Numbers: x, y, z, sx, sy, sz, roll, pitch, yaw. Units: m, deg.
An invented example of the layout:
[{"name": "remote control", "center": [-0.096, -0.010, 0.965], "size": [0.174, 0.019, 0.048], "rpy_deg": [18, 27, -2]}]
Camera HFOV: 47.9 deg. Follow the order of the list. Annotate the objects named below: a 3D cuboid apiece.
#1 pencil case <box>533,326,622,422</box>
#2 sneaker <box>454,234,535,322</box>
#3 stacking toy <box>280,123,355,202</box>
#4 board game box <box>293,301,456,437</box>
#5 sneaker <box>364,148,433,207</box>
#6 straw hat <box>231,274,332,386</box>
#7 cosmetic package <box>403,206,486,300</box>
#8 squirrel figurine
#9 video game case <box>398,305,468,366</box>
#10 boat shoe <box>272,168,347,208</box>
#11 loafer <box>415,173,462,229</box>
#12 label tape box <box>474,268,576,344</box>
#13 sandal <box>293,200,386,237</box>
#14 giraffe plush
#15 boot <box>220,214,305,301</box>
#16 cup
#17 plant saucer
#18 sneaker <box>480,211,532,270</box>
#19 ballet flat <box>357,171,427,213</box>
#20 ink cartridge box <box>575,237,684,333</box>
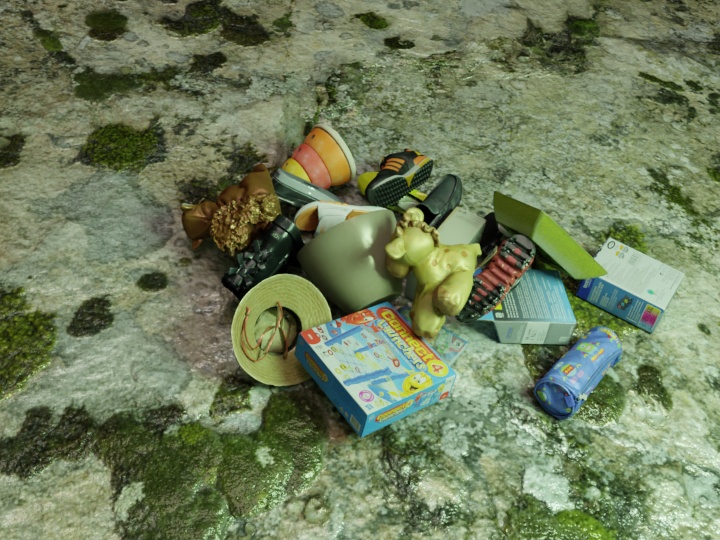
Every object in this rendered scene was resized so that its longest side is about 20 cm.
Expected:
[{"name": "pencil case", "center": [0.388, 0.177, 1.424], "size": [0.086, 0.079, 0.199], "rpy_deg": [7, 33, 45]}, {"name": "sneaker", "center": [0.241, 0.026, 1.479], "size": [0.071, 0.098, 0.201], "rpy_deg": [39, 73, 15]}, {"name": "stacking toy", "center": [-0.121, -0.207, 1.740], "size": [0.199, 0.147, 0.146], "rpy_deg": [-37, 57, -19]}, {"name": "board game box", "center": [0.024, 0.158, 1.360], "size": [0.195, 0.056, 0.200], "rpy_deg": [-18, 49, -35]}, {"name": "sneaker", "center": [0.063, -0.199, 1.699], "size": [0.090, 0.070, 0.199], "rpy_deg": [36, 47, 27]}, {"name": "straw hat", "center": [-0.153, 0.104, 1.405], "size": [0.200, 0.203, 0.085], "rpy_deg": [-30, 12, -34]}, {"name": "cosmetic package", "center": [0.167, -0.026, 1.590], "size": [0.073, 0.104, 0.200], "rpy_deg": [27, 44, 18]}, {"name": "squirrel figurine", "center": [-0.250, -0.105, 1.559], "size": [0.185, 0.143, 0.200], "rpy_deg": [-13, 21, -12]}, {"name": "video game case", "center": [0.083, 0.154, 1.445], "size": [0.142, 0.018, 0.200], "rpy_deg": [30, 47, 21]}, {"name": "boat shoe", "center": [-0.099, -0.138, 1.686], "size": [0.198, 0.068, 0.074], "rpy_deg": [24, 15, -23]}, {"name": "loafer", "center": [0.147, -0.119, 1.653], "size": [0.068, 0.070, 0.202], "rpy_deg": [16, 68, 39]}, {"name": "label tape box", "center": [0.291, 0.066, 1.541], "size": [0.198, 0.064, 0.145], "rpy_deg": [2, 42, -6]}, {"name": "sandal", "center": [-0.032, -0.095, 1.647], "size": [0.204, 0.080, 0.060], "rpy_deg": [-1, 50, -8]}, {"name": "giraffe plush", "center": [0.110, -0.012, 1.392], "size": [0.162, 0.201, 0.173], "rpy_deg": [35, 16, -7]}, {"name": "boot", "center": [-0.173, -0.006, 1.506], "size": [0.073, 0.198, 0.163], "rpy_deg": [36, 79, 13]}, {"name": "cup", "center": [0.000, 0.000, 1.493], "size": [0.199, 0.200, 0.144], "rpy_deg": [-19, 77, -27]}, {"name": "plant saucer", "center": [0.348, -0.058, 1.551], "size": [0.199, 0.048, 0.200], "rpy_deg": [38, 2, -24]}, {"name": "sneaker", "center": [0.294, -0.048, 1.666], "size": [0.088, 0.074, 0.201], "rpy_deg": [32, 21, -24]}, {"name": "ballet flat", "center": [0.077, -0.157, 1.739], "size": [0.198, 0.067, 0.067], "rpy_deg": [23, 27, 11]}, {"name": "ink cartridge box", "center": [0.523, 0.020, 1.619], "size": [0.199, 0.077, 0.136], "rpy_deg": [30, 46, 20]}]
